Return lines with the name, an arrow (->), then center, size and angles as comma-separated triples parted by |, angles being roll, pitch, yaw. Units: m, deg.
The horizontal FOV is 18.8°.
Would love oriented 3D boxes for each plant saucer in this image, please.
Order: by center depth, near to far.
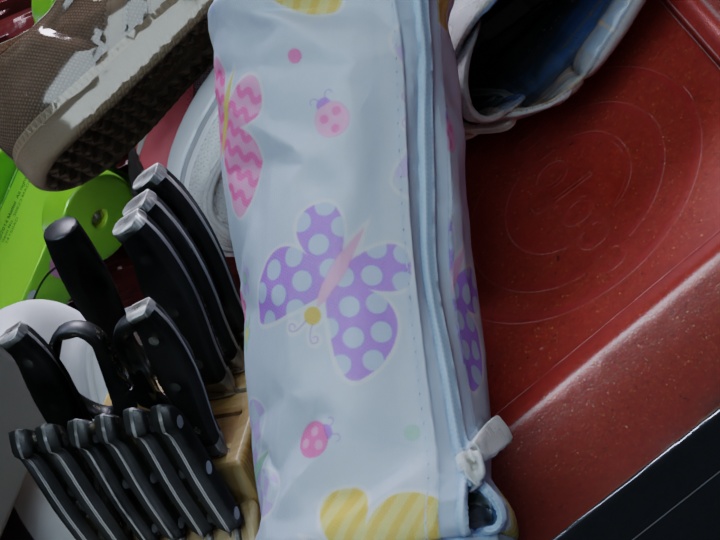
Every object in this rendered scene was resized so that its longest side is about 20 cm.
plant saucer -> 0.077, -0.021, 0.767 | 0.200, 0.037, 0.200 | -41, 38, 10

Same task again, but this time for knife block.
knife block -> -0.048, 0.061, 0.747 | 0.064, 0.200, 0.177 | -9, 81, 20

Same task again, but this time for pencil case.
pencil case -> 0.000, 0.000, 0.688 | 0.083, 0.091, 0.202 | -1, 75, -22

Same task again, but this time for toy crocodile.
toy crocodile -> -0.106, -0.063, 0.891 | 0.067, 0.062, 0.201 | 19, 88, 40

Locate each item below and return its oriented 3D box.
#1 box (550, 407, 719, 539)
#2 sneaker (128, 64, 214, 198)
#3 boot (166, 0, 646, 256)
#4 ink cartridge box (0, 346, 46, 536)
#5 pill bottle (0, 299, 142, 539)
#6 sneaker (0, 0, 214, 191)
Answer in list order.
box -> 0.139, 0.111, 0.672 | 0.199, 0.079, 0.141 | -35, 80, -13
sneaker -> -0.011, -0.086, 0.846 | 0.087, 0.074, 0.200 | 43, 95, 23
boot -> 0.017, -0.070, 0.771 | 0.200, 0.074, 0.096 | -44, 26, 2
ink cartridge box -> -0.227, 0.070, 0.765 | 0.199, 0.084, 0.145 | 12, 73, 30
pill bottle -> -0.155, 0.082, 0.843 | 0.199, 0.112, 0.113 | -21, 70, 17
sneaker -> -0.065, -0.120, 0.798 | 0.200, 0.070, 0.076 | -41, 76, -1
